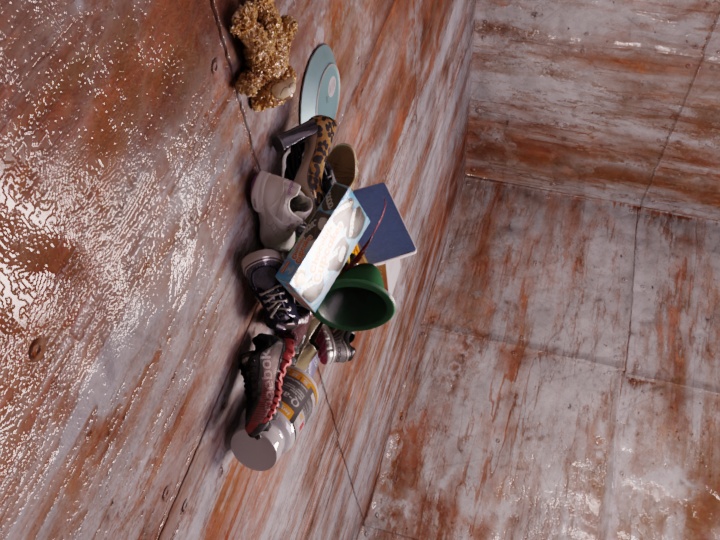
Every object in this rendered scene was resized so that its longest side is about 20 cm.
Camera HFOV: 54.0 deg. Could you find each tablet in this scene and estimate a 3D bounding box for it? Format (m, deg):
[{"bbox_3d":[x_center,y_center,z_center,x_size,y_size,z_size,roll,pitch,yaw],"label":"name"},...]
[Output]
[{"bbox_3d":[0.037,-0.109,1.642,0.014,0.129,0.201,109,-39,-62],"label":"tablet"}]

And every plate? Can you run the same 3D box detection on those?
[{"bbox_3d":[-0.072,-0.339,1.389,0.200,0.025,0.202,12,90,-76],"label":"plate"}]

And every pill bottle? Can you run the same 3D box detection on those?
[{"bbox_3d":[-0.164,0.282,1.358,0.200,0.115,0.117,-56,155,-59],"label":"pill bottle"}]

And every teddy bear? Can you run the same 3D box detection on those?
[{"bbox_3d":[-0.136,-0.322,1.046,0.145,0.066,0.201,-60,157,-47],"label":"teddy bear"}]

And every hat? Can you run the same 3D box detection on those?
[{"bbox_3d":[0.000,0.000,1.409,0.166,0.199,0.177,46,37,-40],"label":"hat"}]

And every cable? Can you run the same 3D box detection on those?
[{"bbox_3d":[-0.104,-0.158,1.337,0.164,0.050,0.201,-59,144,-39],"label":"cable"}]

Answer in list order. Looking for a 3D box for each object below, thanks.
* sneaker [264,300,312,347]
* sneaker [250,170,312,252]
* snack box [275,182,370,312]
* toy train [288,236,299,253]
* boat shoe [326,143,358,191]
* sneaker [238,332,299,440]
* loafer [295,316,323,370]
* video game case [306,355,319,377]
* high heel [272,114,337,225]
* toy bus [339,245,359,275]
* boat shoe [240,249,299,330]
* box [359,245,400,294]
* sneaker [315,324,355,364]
[{"bbox_3d":[-0.143,0.125,1.408,0.200,0.075,0.117,-18,127,-71],"label":"sneaker"},{"bbox_3d":[-0.128,-0.088,1.218,0.201,0.099,0.075,81,23,-60],"label":"sneaker"},{"bbox_3d":[-0.062,-0.040,1.236,0.201,0.037,0.116,-59,148,-15],"label":"snack box"},{"bbox_3d":[-0.115,-0.033,1.341,0.200,0.041,0.057,-97,167,-63],"label":"toy train"},{"bbox_3d":[-0.044,-0.203,1.546,0.201,0.073,0.063,104,2,-46],"label":"boat shoe"},{"bbox_3d":[-0.181,0.198,1.262,0.071,0.097,0.202,-33,-145,48],"label":"sneaker"},{"bbox_3d":[-0.126,0.175,1.523,0.076,0.067,0.202,26,76,-76],"label":"loafer"},{"bbox_3d":[-0.143,0.272,1.648,0.143,0.019,0.201,78,26,-61],"label":"video game case"},{"bbox_3d":[-0.065,-0.173,1.266,0.142,0.071,0.202,-33,111,-36],"label":"high heel"},{"bbox_3d":[-0.059,-0.041,1.518,0.200,0.134,0.194,68,23,-63],"label":"toy bus"},{"bbox_3d":[-0.148,0.038,1.229,0.200,0.074,0.093,65,2,-69],"label":"boat shoe"},{"bbox_3d":[0.011,-0.029,1.735,0.201,0.151,0.107,80,25,-57],"label":"box"},{"bbox_3d":[-0.058,0.137,1.609,0.201,0.087,0.074,-106,-148,-49],"label":"sneaker"}]
